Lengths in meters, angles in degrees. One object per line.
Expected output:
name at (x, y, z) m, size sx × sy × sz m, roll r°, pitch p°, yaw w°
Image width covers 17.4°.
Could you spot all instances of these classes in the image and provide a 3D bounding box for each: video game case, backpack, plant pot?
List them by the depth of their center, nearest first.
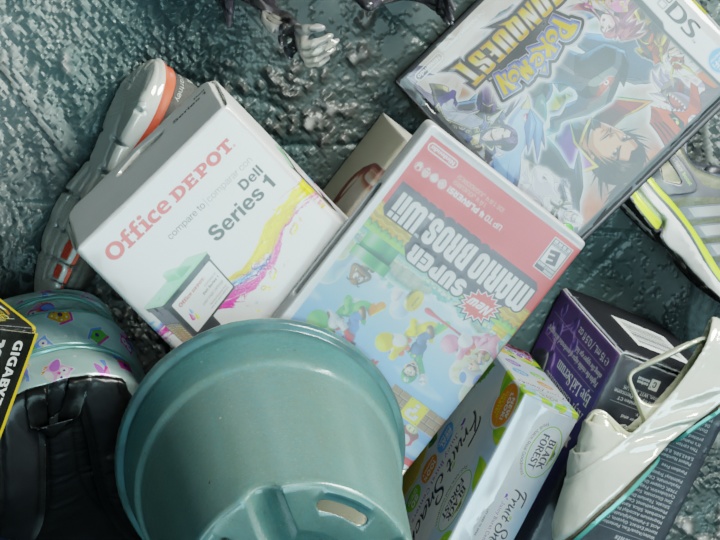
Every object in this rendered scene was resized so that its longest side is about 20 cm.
plant pot at (-0.052, 0.159, 1.502) m, size 0.198 × 0.196 × 0.202 m, roll -3°, pitch 110°, yaw -9°
video game case at (0.038, 0.018, 1.587) m, size 0.143 × 0.017 × 0.200 m, roll 36°, pitch 97°, yaw -20°
backpack at (-0.216, 0.114, 1.663) m, size 0.166 × 0.127 × 0.201 m, roll -16°, pitch 138°, yaw -15°
video game case at (0.157, -0.141, 1.713) m, size 0.200 × 0.026 × 0.181 m, roll -44°, pitch 94°, yaw 3°

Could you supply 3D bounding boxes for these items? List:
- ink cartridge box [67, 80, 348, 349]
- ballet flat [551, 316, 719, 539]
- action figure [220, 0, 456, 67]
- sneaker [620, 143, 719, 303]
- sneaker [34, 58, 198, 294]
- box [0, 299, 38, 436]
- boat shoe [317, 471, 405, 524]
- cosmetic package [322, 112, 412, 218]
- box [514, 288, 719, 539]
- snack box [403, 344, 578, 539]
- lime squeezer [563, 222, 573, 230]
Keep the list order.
ink cartridge box at (-0.081, -0.006, 1.610) m, size 0.145 × 0.084 × 0.200 m, roll -43°, pitch 108°, yaw 3°
ballet flat at (0.197, 0.108, 1.662) m, size 0.200 × 0.069 × 0.070 m, roll -41°, pitch 112°, yaw -2°
action figure at (-0.031, -0.213, 1.635) m, size 0.198 × 0.102 × 0.120 m, roll -4°, pitch 120°, yaw -14°
sneaker at (0.271, -0.031, 1.784) m, size 0.081 × 0.074 × 0.200 m, roll -46°, pitch 114°, yaw 1°
sneaker at (-0.161, -0.046, 1.673) m, size 0.081 × 0.077 × 0.201 m, roll 25°, pitch 102°, yaw -27°
box at (-0.314, 0.068, 1.607) m, size 0.049 × 0.200 × 0.161 m, roll 6°, pitch 109°, yaw -45°
boat shoe at (-0.006, 0.174, 1.763) m, size 0.071 × 0.060 × 0.202 m, roll 13°, pitch 70°, yaw 5°
cosmetic package at (0.000, 0.000, 1.717) m, size 0.103 × 0.087 × 0.201 m, roll 35°, pitch 97°, yaw -19°
box at (0.174, 0.139, 1.773) m, size 0.104 × 0.148 × 0.201 m, roll 21°, pitch 101°, yaw -19°
snack box at (0.079, 0.162, 1.760) m, size 0.053 × 0.142 × 0.201 m, roll 23°, pitch 101°, yaw -19°
lime squeezer at (0.092, 0.015, 1.745) m, size 0.038 × 0.071 × 0.200 m, roll 31°, pitch 122°, yaw -10°
